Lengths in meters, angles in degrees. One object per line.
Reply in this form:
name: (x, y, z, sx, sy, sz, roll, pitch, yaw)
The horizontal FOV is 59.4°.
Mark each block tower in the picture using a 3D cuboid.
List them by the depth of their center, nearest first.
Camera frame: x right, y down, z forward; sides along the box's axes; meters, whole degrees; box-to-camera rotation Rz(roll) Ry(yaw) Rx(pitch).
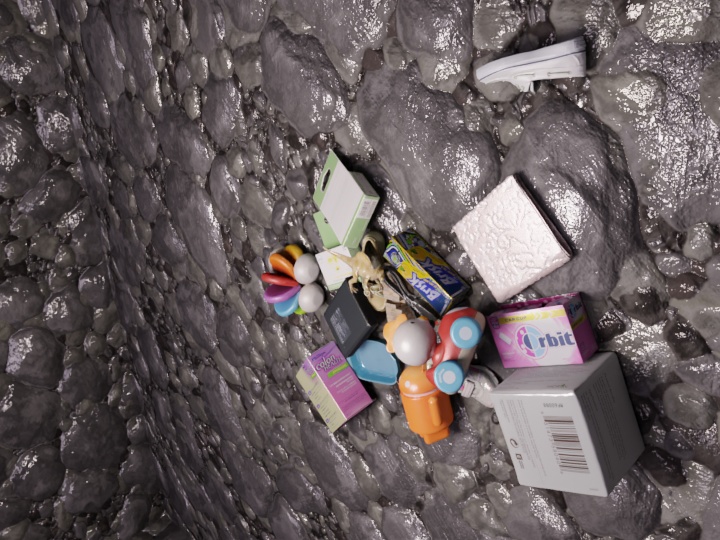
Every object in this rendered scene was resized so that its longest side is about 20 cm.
block tower: (0.093, 0.072, 1.507, 0.053, 0.057, 0.204, 10, 114, 45)

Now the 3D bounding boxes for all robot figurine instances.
robot figurine: (0.156, 0.308, 1.511, 0.115, 0.144, 0.204, -8, 105, 27)

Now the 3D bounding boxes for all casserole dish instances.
casserole dish: (0.037, 0.233, 1.667, 0.198, 0.038, 0.123, 0, 109, 48)

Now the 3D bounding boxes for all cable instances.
cable: (0.127, 0.065, 1.446, 0.199, 0.050, 0.098, 40, 141, 12)

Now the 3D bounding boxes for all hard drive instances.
hard drive: (-0.029, 0.122, 1.617, 0.141, 0.032, 0.201, 62, 150, 19)

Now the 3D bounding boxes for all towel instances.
towel: (0.290, -0.058, 1.234, 0.193, 0.032, 0.200, 59, 140, 10)

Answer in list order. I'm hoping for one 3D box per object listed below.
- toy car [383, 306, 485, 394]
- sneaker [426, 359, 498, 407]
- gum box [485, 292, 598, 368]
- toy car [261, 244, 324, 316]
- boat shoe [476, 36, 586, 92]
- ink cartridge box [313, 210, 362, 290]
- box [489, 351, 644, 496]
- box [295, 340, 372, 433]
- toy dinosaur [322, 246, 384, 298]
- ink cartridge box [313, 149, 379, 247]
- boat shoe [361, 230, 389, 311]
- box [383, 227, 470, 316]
toy car: (0.143, 0.140, 1.305, 0.197, 0.184, 0.180, 22, 93, 13)
sneaker: (0.226, 0.247, 1.419, 0.199, 0.087, 0.083, 32, 131, 34)
gum box: (0.346, 0.121, 1.234, 0.198, 0.066, 0.115, -16, 98, 51)
toy car: (-0.203, 0.037, 1.749, 0.173, 0.149, 0.204, 13, 119, 44)
boat shoe: (0.283, -0.333, 1.064, 0.198, 0.073, 0.068, -1, 106, 48)
ink cartridge box: (-0.063, -0.060, 1.624, 0.144, 0.048, 0.203, -15, 100, 51)
box: (0.388, 0.281, 1.188, 0.198, 0.170, 0.202, -13, 100, 51)
box: (-0.077, 0.330, 1.775, 0.201, 0.096, 0.176, 54, 153, 12)
toy dinosaur: (0.000, 0.000, 1.470, 0.198, 0.058, 0.103, 25, 131, 41)
ink cartridge box: (-0.039, -0.174, 1.510, 0.201, 0.047, 0.147, 59, 135, 42)
boat shoe: (0.034, 0.009, 1.519, 0.072, 0.063, 0.205, 3, 110, 14)
box: (0.145, 0.002, 1.399, 0.200, 0.069, 0.065, 47, 140, 22)
